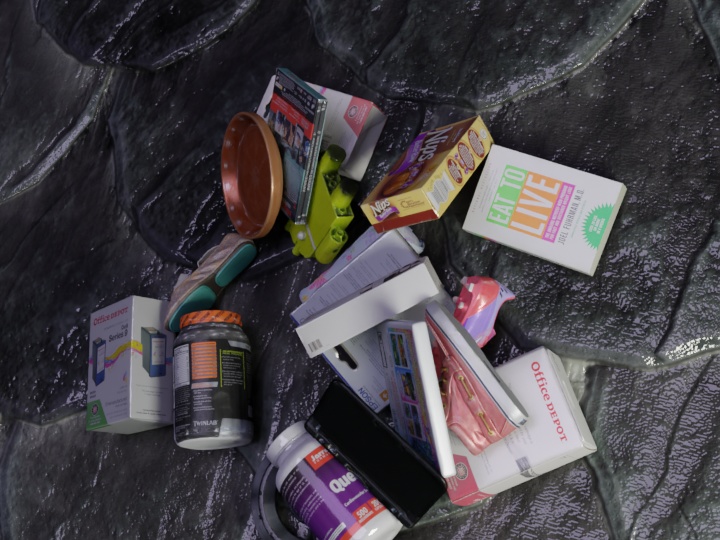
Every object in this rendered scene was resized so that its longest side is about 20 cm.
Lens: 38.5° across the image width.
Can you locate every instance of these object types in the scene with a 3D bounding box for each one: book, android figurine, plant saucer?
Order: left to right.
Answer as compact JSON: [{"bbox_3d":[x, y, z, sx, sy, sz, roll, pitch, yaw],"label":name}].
[{"bbox_3d":[-0.171,-0.151,1.641,0.200,0.032,0.201,16,108,59],"label":"plant saucer"},{"bbox_3d":[-0.067,-0.098,1.583,0.200,0.041,0.183,-48,53,50],"label":"android figurine"},{"bbox_3d":[0.260,-0.087,1.471,0.199,0.048,0.134,20,88,27],"label":"book"}]

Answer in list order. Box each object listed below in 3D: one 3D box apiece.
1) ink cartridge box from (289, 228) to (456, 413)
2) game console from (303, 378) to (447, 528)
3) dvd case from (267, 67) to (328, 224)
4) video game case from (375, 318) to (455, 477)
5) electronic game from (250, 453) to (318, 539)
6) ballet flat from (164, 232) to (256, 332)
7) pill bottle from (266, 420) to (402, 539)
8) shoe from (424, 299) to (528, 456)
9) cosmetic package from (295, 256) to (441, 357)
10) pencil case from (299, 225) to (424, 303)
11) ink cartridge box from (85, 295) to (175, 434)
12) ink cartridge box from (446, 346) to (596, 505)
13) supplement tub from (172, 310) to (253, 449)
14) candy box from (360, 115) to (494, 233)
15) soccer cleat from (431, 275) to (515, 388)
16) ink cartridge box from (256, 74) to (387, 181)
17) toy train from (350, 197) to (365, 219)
[{"bbox_3d":[0.034,0.073,1.491,0.200,0.043,0.197,-39,92,12],"label":"ink cartridge box"},{"bbox_3d":[0.036,0.231,1.384,0.200,0.176,0.116,43,108,11],"label":"game console"},{"bbox_3d":[-0.107,-0.191,1.579,0.146,0.022,0.201,43,128,49],"label":"dvd case"},{"bbox_3d":[0.070,0.165,1.383,0.024,0.182,0.201,-12,91,-15],"label":"video game case"},{"bbox_3d":[-0.068,0.334,1.516,0.199,0.042,0.201,-5,74,16],"label":"electronic game"},{"bbox_3d":[-0.254,0.016,1.673,0.200,0.068,0.067,-44,54,-14],"label":"ballet flat"},{"bbox_3d":[-0.040,0.306,1.430,0.113,0.112,0.200,-47,67,8],"label":"pill bottle"},{"bbox_3d":[0.125,0.141,1.351,0.091,0.071,0.200,-39,75,11],"label":"shoe"},{"bbox_3d":[0.012,0.049,1.429,0.199,0.083,0.051,-28,92,9],"label":"cosmetic package"},{"bbox_3d":[0.000,0.000,1.549,0.200,0.083,0.091,-44,18,9],"label":"pencil case"},{"bbox_3d":[-0.371,0.154,1.670,0.145,0.087,0.201,-18,65,44],"label":"ink cartridge box"},{"bbox_3d":[0.198,0.212,1.394,0.200,0.083,0.147,-27,65,18],"label":"ink cartridge box"},{"bbox_3d":[-0.229,0.170,1.596,0.122,0.122,0.201,-11,71,23],"label":"supplement tub"},{"bbox_3d":[0.099,-0.139,1.477,0.116,0.057,0.200,-12,30,42],"label":"candy box"},{"bbox_3d":[0.143,0.102,1.432,0.067,0.076,0.201,-117,48,-70],"label":"soccer cleat"},{"bbox_3d":[-0.071,-0.232,1.659,0.199,0.067,0.117,22,87,28],"label":"ink cartridge box"},{"bbox_3d":[0.033,-0.101,1.583,0.199,0.046,0.034,-4,74,25],"label":"toy train"}]
